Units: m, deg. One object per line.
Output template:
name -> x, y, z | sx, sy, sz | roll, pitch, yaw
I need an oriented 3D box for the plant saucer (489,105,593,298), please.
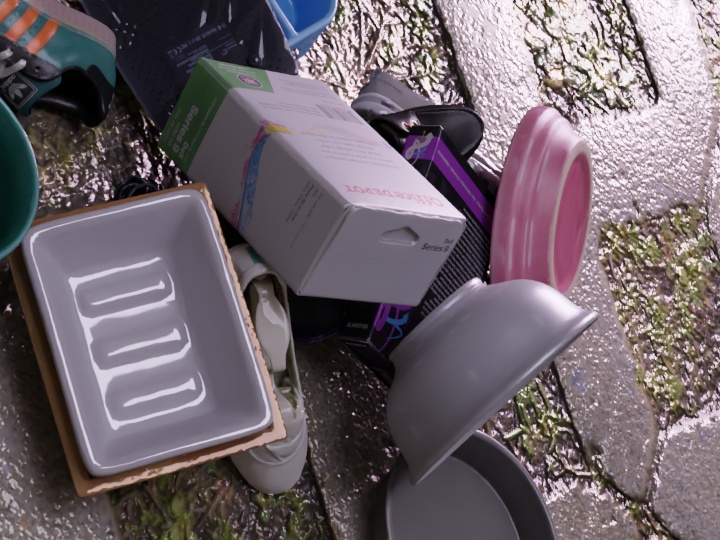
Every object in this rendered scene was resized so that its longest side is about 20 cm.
plant saucer -> 0.168, -0.046, 1.663 | 0.200, 0.050, 0.202 | 8, 90, -71

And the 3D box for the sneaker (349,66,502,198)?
sneaker -> 0.079, -0.114, 1.679 | 0.200, 0.075, 0.082 | 37, 48, -23

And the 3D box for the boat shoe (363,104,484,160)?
boat shoe -> 0.027, -0.097, 1.578 | 0.200, 0.063, 0.074 | -19, 90, -26

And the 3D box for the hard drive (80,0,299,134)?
hard drive -> -0.150, -0.214, 1.491 | 0.134, 0.042, 0.201 | -30, 88, -9

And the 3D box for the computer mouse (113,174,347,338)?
computer mouse -> -0.093, -0.002, 1.429 | 0.198, 0.053, 0.140 | 11, 63, -22

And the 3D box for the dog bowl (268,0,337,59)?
dog bowl -> -0.092, -0.226, 1.596 | 0.112, 0.049, 0.200 | 56, 43, -4

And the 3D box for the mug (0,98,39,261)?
mug -> -0.315, -0.041, 1.231 | 0.152, 0.114, 0.185 | 48, 44, -13

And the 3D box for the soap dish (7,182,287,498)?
soap dish -> -0.157, 0.050, 1.324 | 0.156, 0.081, 0.201 | -15, 77, -19

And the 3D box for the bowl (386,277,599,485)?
bowl -> 0.086, 0.070, 1.455 | 0.090, 0.201, 0.201 | 49, 42, 7

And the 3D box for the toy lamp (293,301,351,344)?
toy lamp -> 0.000, 0.000, 1.557 | 0.058, 0.058, 0.200 | 54, 40, -7

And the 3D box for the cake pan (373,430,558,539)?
cake pan -> 0.086, 0.228, 1.526 | 0.199, 0.037, 0.202 | 23, 53, -34

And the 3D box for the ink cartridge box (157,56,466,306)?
ink cartridge box -> -0.037, -0.067, 1.409 | 0.145, 0.088, 0.200 | 5, 31, -49

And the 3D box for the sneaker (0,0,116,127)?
sneaker -> -0.264, -0.165, 1.380 | 0.199, 0.071, 0.081 | 16, 54, -39

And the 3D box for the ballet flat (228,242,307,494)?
ballet flat -> -0.072, 0.081, 1.382 | 0.069, 0.069, 0.202 | -24, 113, -48

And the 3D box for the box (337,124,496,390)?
box -> 0.054, 0.001, 1.546 | 0.143, 0.036, 0.201 | 48, 54, -50
